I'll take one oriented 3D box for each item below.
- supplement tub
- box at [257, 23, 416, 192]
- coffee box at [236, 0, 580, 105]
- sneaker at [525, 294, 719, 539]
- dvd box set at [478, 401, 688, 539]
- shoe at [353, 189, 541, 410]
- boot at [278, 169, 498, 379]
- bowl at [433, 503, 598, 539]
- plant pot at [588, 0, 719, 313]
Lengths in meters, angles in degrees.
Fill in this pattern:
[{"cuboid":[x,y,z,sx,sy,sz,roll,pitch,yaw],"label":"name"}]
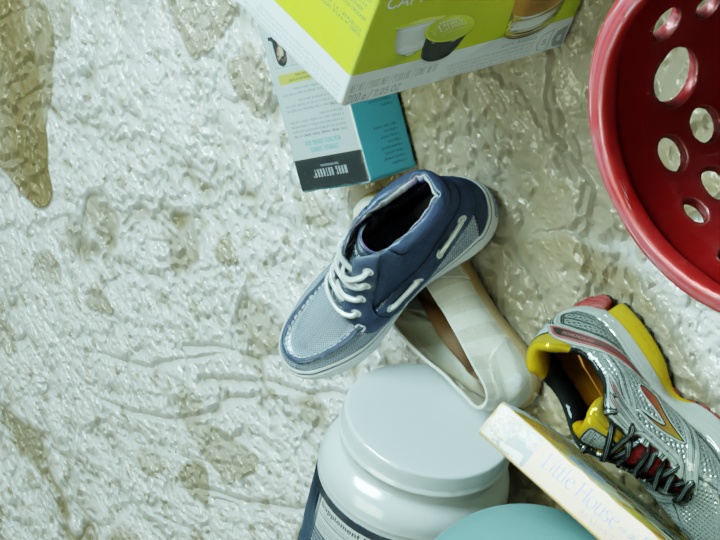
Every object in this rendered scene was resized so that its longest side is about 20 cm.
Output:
[{"cuboid":[0.029,0.182,1.516,0.140,0.140,0.200,40,133,31],"label":"supplement tub"},{"cuboid":[-0.026,-0.161,1.502,0.082,0.049,0.200,-6,102,51],"label":"box"},{"cuboid":[0.028,-0.254,1.277,0.200,0.200,0.198,47,136,26],"label":"coffee box"},{"cuboid":[0.180,0.111,1.353,0.200,0.082,0.078,51,137,20],"label":"sneaker"},{"cuboid":[0.178,0.169,1.345,0.200,0.146,0.029,41,94,32],"label":"dvd box set"},{"cuboid":[0.052,0.021,1.487,0.200,0.053,0.070,51,138,22],"label":"shoe"},{"cuboid":[0.000,0.000,1.444,0.200,0.090,0.073,-44,64,18],"label":"boot"},{"cuboid":[0.130,0.251,1.364,0.105,0.201,0.201,-23,88,66],"label":"bowl"},{"cuboid":[0.250,-0.090,1.101,0.200,0.182,0.201,23,122,42],"label":"plant pot"}]
